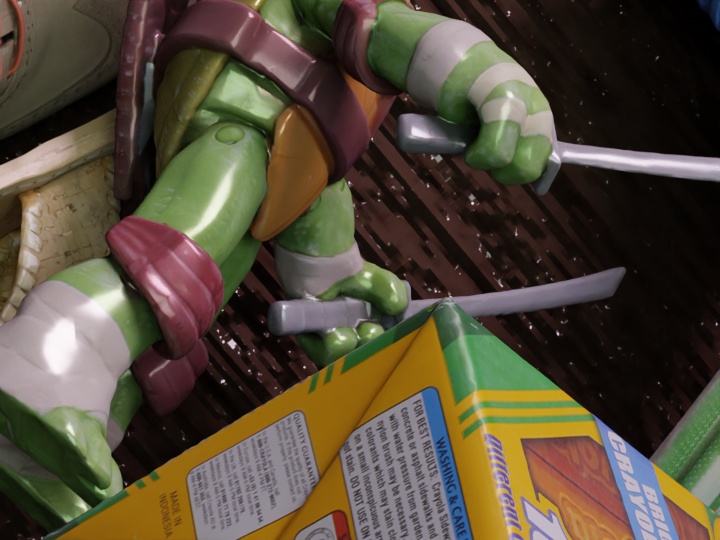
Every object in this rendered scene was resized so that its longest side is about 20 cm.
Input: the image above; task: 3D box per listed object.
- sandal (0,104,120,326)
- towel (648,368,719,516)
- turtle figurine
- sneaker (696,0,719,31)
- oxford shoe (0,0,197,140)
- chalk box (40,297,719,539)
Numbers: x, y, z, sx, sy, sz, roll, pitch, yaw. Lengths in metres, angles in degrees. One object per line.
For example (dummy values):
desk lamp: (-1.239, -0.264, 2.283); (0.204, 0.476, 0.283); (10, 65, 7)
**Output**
sandal: (-0.079, 0.002, 0.765); (0.212, 0.078, 0.070); (-40, 86, -21)
towel: (0.151, 0.016, 0.762); (0.023, 0.153, 0.200); (45, 32, 22)
turtle figurine: (0.000, 0.000, 0.710); (0.194, 0.144, 0.200); (-47, 117, -18)
sneaker: (0.113, -0.078, 0.798); (0.111, 0.077, 0.200); (31, 41, -6)
oxford shoe: (-0.115, -0.054, 0.747); (0.200, 0.075, 0.071); (-24, 116, -30)
chalk box: (0.038, 0.122, 0.657); (0.200, 0.124, 0.125); (36, 30, -45)
